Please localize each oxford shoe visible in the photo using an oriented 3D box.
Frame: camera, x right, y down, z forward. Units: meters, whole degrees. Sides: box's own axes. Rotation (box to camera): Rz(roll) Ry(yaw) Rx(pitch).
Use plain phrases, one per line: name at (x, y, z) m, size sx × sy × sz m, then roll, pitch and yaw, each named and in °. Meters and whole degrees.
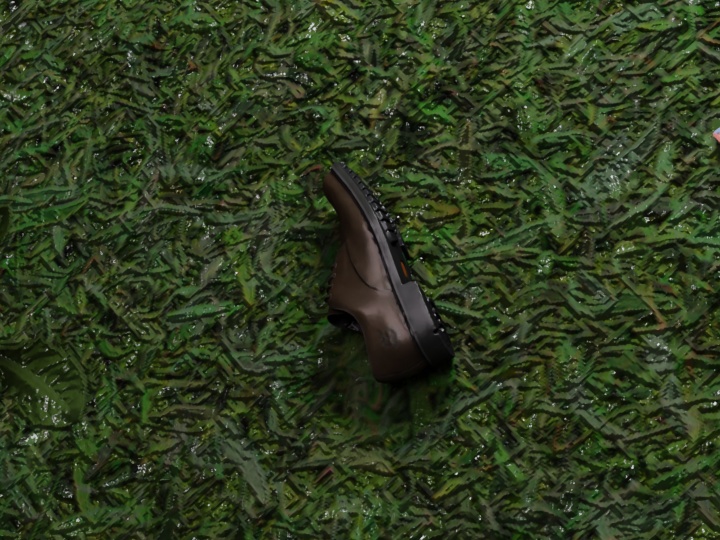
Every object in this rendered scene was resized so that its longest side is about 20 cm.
oxford shoe at (0.000, 0.000, 1.575) m, size 0.084 × 0.073 × 0.201 m, roll -28°, pitch 57°, yaw 10°

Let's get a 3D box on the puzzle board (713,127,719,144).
puzzle board at (0.384, -0.089, 1.489) m, size 0.150 × 0.017 × 0.200 m, roll -40°, pitch 57°, yaw 1°
